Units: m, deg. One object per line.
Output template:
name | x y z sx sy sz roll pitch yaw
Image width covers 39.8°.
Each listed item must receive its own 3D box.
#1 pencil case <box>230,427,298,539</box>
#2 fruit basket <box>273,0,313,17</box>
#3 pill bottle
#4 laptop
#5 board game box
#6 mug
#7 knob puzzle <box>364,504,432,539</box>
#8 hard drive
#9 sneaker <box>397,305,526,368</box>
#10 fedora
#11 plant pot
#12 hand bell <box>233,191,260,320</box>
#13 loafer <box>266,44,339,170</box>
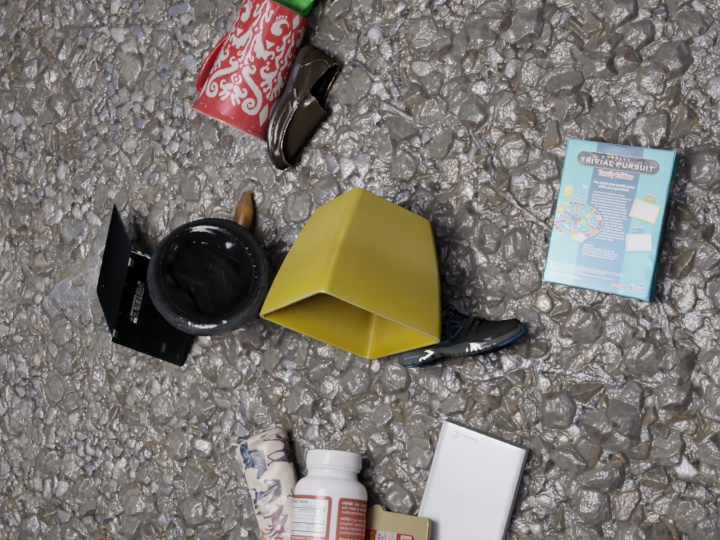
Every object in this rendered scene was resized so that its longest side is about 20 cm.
pencil case | -0.136 0.351 1.539 0.088 0.078 0.203 -15 80 2
fruit basket | -0.122 -0.526 1.586 0.216 0.153 0.218 -47 33 43
pill bottle | -0.047 0.371 1.468 0.110 0.112 0.204 -2 73 24
laptop | -0.355 0.025 1.662 0.197 0.116 0.189 20 122 -2
board game box | 0.344 -0.070 1.370 0.149 0.047 0.204 11 91 25
mug | -0.187 -0.331 1.580 0.175 0.133 0.203 25 96 15
knob puzzle | 0.023 0.450 1.474 0.217 0.030 0.224 -15 66 39
hard drive | 0.155 0.333 1.438 0.130 0.027 0.203 16 93 25
sneaker | 0.140 0.087 1.438 0.197 0.073 0.083 -12 80 22
fedora | -0.221 0.023 1.494 0.197 0.092 0.204 -3 62 5
plant pot | 0.000 0.000 1.421 0.199 0.198 0.179 -21 51 57
hand bell | -0.197 -0.030 1.604 0.102 0.104 0.204 1 75 24
loafer | -0.089 -0.253 1.564 0.070 0.073 0.203 19 94 26
